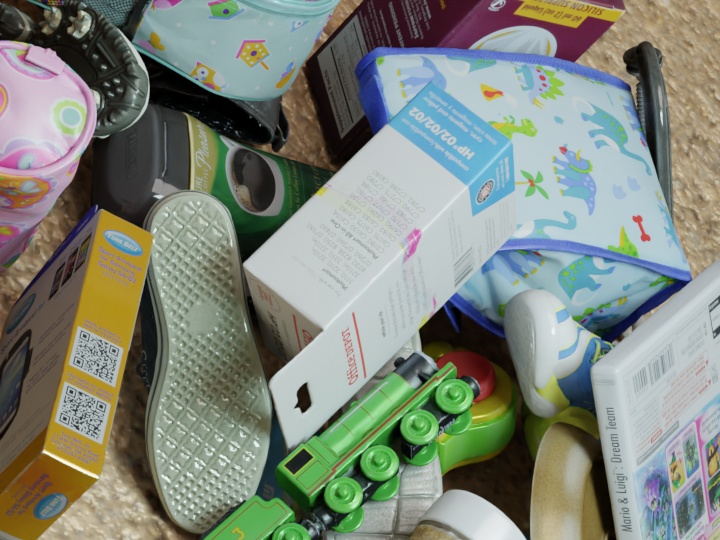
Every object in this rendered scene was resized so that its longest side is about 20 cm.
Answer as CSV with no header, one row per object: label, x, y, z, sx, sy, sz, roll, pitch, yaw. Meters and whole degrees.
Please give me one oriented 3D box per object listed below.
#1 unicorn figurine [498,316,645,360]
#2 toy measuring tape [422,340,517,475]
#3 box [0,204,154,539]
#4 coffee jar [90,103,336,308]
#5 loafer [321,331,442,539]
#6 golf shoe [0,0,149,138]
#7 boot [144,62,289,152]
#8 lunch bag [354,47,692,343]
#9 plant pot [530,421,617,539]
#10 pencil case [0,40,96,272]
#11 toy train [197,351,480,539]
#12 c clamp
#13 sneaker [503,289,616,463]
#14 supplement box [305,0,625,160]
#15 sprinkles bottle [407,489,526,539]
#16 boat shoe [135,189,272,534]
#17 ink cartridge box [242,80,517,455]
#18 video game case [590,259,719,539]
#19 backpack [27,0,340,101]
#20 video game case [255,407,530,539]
unicorn figurine,0.176,0.062,1.765,0.200,0.074,0.137,11,51,-12
toy measuring tape,0.070,0.110,1.610,0.074,0.074,0.200,23,30,-24
box,-0.169,0.058,1.439,0.041,0.119,0.200,29,45,-19
coffee jar,-0.073,-0.029,1.611,0.200,0.085,0.104,20,46,-27
loafer,0.009,0.112,1.557,0.072,0.063,0.200,3,70,-8
golf shoe,-0.167,-0.115,1.540,0.088,0.200,0.077,23,88,-36
boot,-0.115,-0.183,1.718,0.200,0.069,0.174,28,52,-10
lunch bag,0.092,-0.050,1.670,0.200,0.127,0.170,15,46,-39
plant pot,0.146,0.190,1.576,0.200,0.027,0.200,-8,90,-71
pencil case,-0.204,-0.061,1.446,0.087,0.200,0.087,4,74,-14
toy train,-0.014,0.119,1.497,0.200,0.042,0.056,-41,67,-19
c clamp,0.199,-0.075,1.795,0.027,0.200,0.171,-3,34,3
sneaker,0.149,0.059,1.634,0.105,0.200,0.076,-14,65,-1
supplement box,0.067,-0.155,1.739,0.110,0.200,0.086,8,52,-35
sprinkles bottle,0.013,0.213,1.451,0.068,0.068,0.200,44,65,-2
boat shoe,-0.093,0.053,1.512,0.075,0.062,0.200,-6,92,-7
ink cartridge box,0.000,0.000,1.500,0.068,0.115,0.200,39,73,21
video game case,0.205,0.110,1.623,0.200,0.024,0.182,-34,119,-54
backpack,-0.103,-0.202,1.605,0.200,0.153,0.176,35,24,-6
video game case,0.013,0.181,1.567,0.200,0.018,0.143,28,45,-19
